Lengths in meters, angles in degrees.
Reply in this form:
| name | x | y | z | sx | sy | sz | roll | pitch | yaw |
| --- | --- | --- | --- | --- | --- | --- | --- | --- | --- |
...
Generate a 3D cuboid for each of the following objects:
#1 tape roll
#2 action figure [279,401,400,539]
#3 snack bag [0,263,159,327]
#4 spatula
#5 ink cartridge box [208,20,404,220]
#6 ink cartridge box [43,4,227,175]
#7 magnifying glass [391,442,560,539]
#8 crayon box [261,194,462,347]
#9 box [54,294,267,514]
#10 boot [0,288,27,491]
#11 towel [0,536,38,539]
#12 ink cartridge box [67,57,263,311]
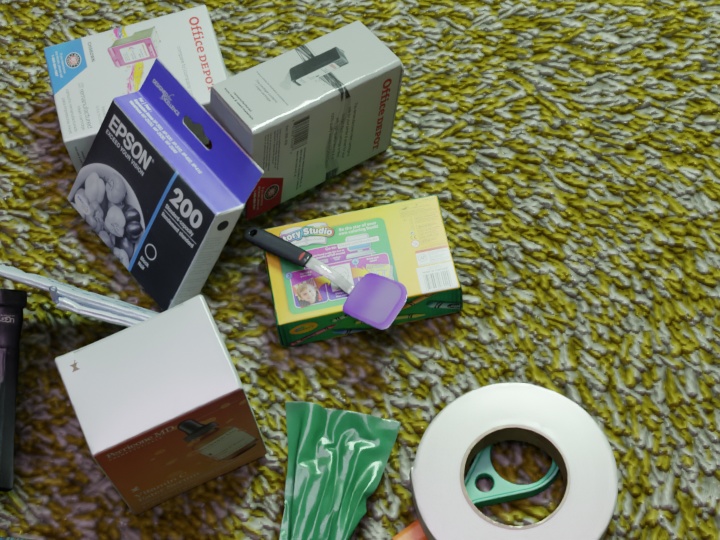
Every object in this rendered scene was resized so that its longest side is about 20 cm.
| name | x | y | z | sx | sy | sz | roll | pitch | yaw |
| --- | --- | --- | --- | --- | --- | --- | --- | --- | --- |
| tape roll | 0.149 | 0.207 | 1.361 | 0.202 | 0.037 | 0.204 | -1 | 62 | 2 |
| action figure | -0.036 | 0.237 | 1.371 | 0.118 | 0.055 | 0.201 | 9 | 69 | 8 |
| snack bag | -0.288 | 0.029 | 1.416 | 0.199 | 0.189 | 0.021 | 18 | 88 | -2 |
| spatula | -0.040 | 0.000 | 1.452 | 0.200 | 0.021 | 0.057 | 29 | 70 | 20 |
| ink cartridge box | -0.061 | -0.165 | 1.521 | 0.200 | 0.145 | 0.084 | -28 | 61 | -25 |
| ink cartridge box | -0.250 | -0.208 | 1.615 | 0.199 | 0.085 | 0.145 | -16 | 61 | -5 |
| magnifying glass | 0.117 | 0.217 | 1.388 | 0.200 | 0.022 | 0.080 | -35 | 65 | -13 |
| crayon box | 0.000 | 0.000 | 1.495 | 0.199 | 0.058 | 0.119 | -11 | 61 | -1 |
| box | -0.188 | 0.135 | 1.353 | 0.152 | 0.200 | 0.107 | -24 | 66 | -7 |
| boot | -0.396 | 0.126 | 1.446 | 0.065 | 0.165 | 0.201 | 4 | 81 | -28 |
| towel | -0.289 | 0.336 | 1.357 | 0.199 | 0.022 | 0.147 | 3 | 62 | 8 |
| ink cartridge box | -0.214 | -0.090 | 1.495 | 0.198 | 0.200 | 0.043 | 46 | 32 | 24 |
